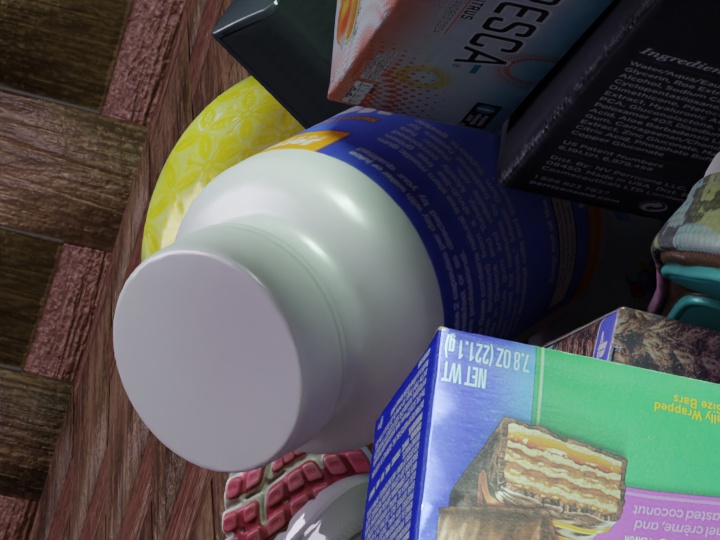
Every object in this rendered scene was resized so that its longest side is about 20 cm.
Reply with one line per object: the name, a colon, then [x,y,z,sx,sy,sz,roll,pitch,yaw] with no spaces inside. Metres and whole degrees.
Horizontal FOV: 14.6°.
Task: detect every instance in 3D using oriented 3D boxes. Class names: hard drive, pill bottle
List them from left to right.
pill bottle: [0.000,0.000,1.035,0.200,0.112,0.113,-29,-34,-52]
hard drive: [0.034,-0.127,1.294,0.200,0.135,0.042,-48,5,-39]

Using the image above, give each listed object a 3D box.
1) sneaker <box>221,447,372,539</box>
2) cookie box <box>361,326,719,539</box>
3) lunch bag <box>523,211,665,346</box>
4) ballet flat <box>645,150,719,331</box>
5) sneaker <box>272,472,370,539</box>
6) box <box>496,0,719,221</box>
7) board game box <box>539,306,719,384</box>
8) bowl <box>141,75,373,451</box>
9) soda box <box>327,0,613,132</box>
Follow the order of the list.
sneaker: [-0.007,0.142,1.273,0.075,0.080,0.201,-87,-20,-62]
cookie box: [0.082,0.134,0.799,0.075,0.170,0.201,118,162,-60]
lunch bag: [0.067,0.037,1.225,0.200,0.082,0.162,162,119,-78]
ballet flat: [0.133,-0.010,0.934,0.200,0.069,0.072,84,-154,-80]
sneaker: [-0.007,0.173,1.008,0.082,0.074,0.201,23,97,49]
box: [0.139,-0.140,0.978,0.200,0.117,0.198,127,154,-65]
board game box: [0.089,0.115,0.972,0.200,0.096,0.161,145,138,-73]
bowl: [0.004,-0.001,1.370,0.107,0.199,0.202,6,82,57]
soda box: [0.047,-0.113,0.928,0.200,0.068,0.064,133,145,-66]
